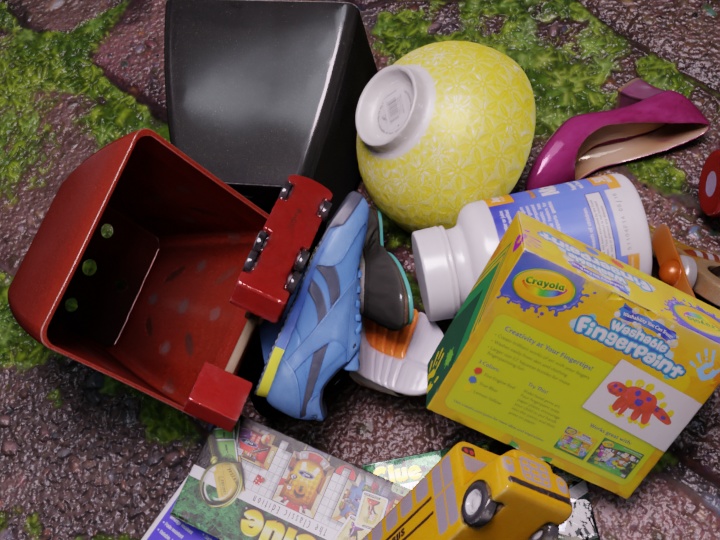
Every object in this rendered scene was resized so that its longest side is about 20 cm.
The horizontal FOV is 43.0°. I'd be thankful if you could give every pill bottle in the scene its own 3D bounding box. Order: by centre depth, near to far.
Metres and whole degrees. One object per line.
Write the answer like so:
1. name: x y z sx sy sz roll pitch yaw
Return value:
1. pill bottle: 0.150 -0.015 0.825 0.196 0.113 0.114 -11 63 -1

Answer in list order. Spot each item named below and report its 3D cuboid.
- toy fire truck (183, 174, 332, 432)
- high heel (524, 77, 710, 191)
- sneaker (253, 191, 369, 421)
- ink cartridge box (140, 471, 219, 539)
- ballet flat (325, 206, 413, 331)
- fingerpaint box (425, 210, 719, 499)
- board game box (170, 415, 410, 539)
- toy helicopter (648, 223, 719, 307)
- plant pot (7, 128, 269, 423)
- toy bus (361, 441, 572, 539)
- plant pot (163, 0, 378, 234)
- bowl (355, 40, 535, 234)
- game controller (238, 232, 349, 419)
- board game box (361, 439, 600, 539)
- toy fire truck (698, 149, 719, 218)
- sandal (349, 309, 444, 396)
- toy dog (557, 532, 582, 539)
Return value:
1. toy fire truck: -0.088 0.026 0.816 0.048 0.142 0.202 24 48 -4
2. high heel: 0.260 -0.124 0.930 0.199 0.068 0.096 -40 54 -14
3. sneaker: -0.023 0.034 0.795 0.077 0.066 0.203 22 97 0
4. ink cartridge box: -0.102 0.273 0.816 0.197 0.044 0.201 30 74 22
5. ballet flat: 0.000 0.000 0.867 0.067 0.069 0.201 -3 26 -8
6. fingerpaint box: 0.177 0.072 0.759 0.197 0.168 0.074 24 27 -8
7. board game box: -0.058 0.206 0.797 0.197 0.024 0.106 19 73 18
8. toy helicopter: 0.299 -0.007 0.851 0.131 0.080 0.199 -6 32 -39
9. plant pot: -0.219 0.002 0.873 0.175 0.199 0.203 7 69 46
10. toy bus: 0.064 0.195 0.665 0.064 0.201 0.079 24 33 -21
11. plant pot: -0.094 -0.146 0.944 0.196 0.200 0.180 6 74 12
12. bowl: 0.059 -0.141 0.887 0.198 0.107 0.203 -19 62 40
13. game controller: -0.069 0.045 0.891 0.103 0.042 0.202 -29 51 18
14. board game box: 0.105 0.209 0.824 0.196 0.024 0.106 -11 65 4
15. toy fire truck: 0.394 -0.114 0.824 0.110 0.171 0.200 6 21 -2
16. sandal: 0.009 0.072 0.892 0.205 0.059 0.080 17 68 41
17. toy dog: 0.098 0.294 0.712 0.191 0.139 0.203 9 75 28
